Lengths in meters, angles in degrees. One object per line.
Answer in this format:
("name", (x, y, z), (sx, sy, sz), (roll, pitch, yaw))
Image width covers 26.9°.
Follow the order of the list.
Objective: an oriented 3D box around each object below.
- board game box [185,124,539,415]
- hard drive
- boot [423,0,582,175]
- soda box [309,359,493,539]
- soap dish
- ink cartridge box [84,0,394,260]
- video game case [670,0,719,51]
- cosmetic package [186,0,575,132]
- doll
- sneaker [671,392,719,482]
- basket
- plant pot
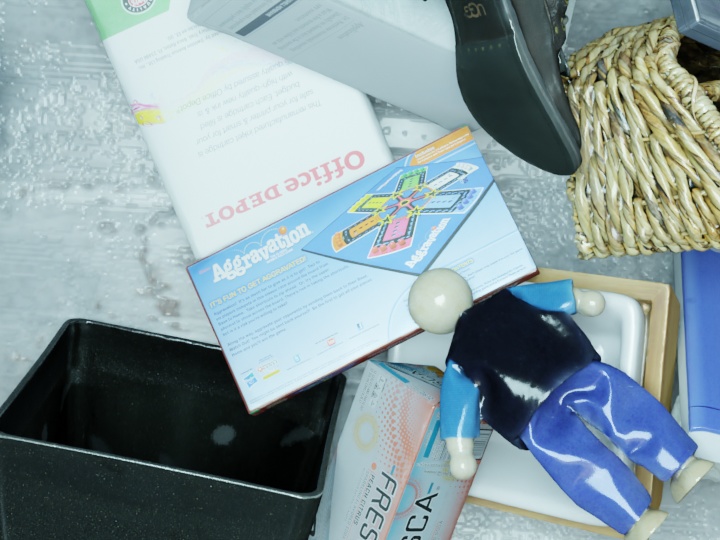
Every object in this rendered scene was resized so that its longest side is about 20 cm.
("board game box", (0.000, 0.000, 0.936), (0.199, 0.019, 0.104), (-26, 79, 4))
("hard drive", (0.266, 0.055, 0.953), (0.131, 0.201, 0.026), (14, 127, -1))
("boot", (0.118, -0.174, 0.828), (0.174, 0.069, 0.201), (-43, 121, -23))
("soda box", (0.013, 0.160, 0.945), (0.063, 0.068, 0.202), (9, 106, -43))
("soap dish", (0.111, 0.076, 0.969), (0.199, 0.081, 0.159), (8, 96, 38))
("ink cartridge box", (-0.076, -0.125, 0.990), (0.144, 0.088, 0.201), (-23, 93, 3))
("video game case", (0.220, -0.217, 0.924), (0.019, 0.142, 0.202), (-30, 60, 40))
("cosmetic package", (0.029, -0.217, 0.907), (0.199, 0.123, 0.201), (20, 76, -23))
("doll", (0.103, 0.072, 0.871), (0.200, 0.048, 0.136), (43, 83, 14))
("sneaker", (0.286, 0.106, 0.962), (0.199, 0.099, 0.079), (6, 92, -32))
("basket", (0.229, -0.089, 0.913), (0.148, 0.199, 0.144), (-5, 94, 39))
("plant pot", (-0.129, 0.162, 0.973), (0.198, 0.200, 0.179), (12, 107, 0))
